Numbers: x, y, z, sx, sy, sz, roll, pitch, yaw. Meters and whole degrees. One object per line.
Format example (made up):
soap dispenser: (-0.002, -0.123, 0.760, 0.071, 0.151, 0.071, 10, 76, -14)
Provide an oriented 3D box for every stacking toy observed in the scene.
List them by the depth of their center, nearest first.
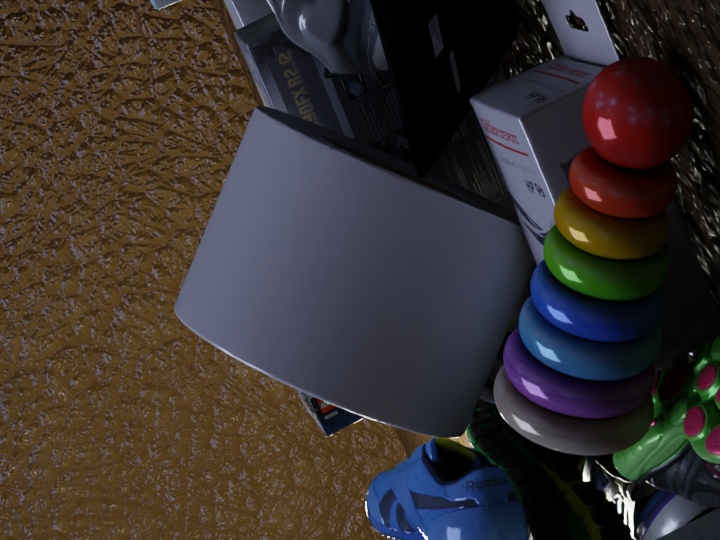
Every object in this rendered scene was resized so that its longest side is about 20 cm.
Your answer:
stacking toy: (0.122, -0.010, 0.967, 0.086, 0.084, 0.202, -123, 34, -53)

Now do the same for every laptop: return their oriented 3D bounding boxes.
laptop: (0.029, -0.195, 1.147, 0.102, 0.201, 0.178, 18, 150, 27)

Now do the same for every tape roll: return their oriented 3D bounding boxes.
tape roll: (0.000, 0.000, 1.203, 0.201, 0.140, 0.203, 23, -175, -2)

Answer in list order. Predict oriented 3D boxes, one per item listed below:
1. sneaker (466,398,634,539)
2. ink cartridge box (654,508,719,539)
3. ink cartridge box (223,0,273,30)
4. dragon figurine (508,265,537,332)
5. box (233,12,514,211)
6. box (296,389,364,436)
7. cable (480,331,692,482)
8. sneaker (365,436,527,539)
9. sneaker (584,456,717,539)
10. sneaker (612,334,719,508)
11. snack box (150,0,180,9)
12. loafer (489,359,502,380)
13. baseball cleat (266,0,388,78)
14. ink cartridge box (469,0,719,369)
sneaker: (0.112, 0.153, 1.235, 0.201, 0.077, 0.086, -108, 18, -52)
ink cartridge box: (0.179, 0.238, 1.110, 0.147, 0.198, 0.083, 68, 174, -33)
ink cartridge box: (-0.010, -0.175, 1.390, 0.084, 0.143, 0.202, 170, 75, -85)
dragon figurine: (0.127, 0.005, 1.319, 0.059, 0.099, 0.200, 63, -166, -2)
box: (0.025, -0.102, 1.318, 0.201, 0.157, 0.048, 66, 174, -21)
box: (0.041, 0.073, 1.688, 0.038, 0.199, 0.137, 64, 174, -9)
cable: (0.138, 0.078, 1.207, 0.199, 0.050, 0.098, -4, 94, 59)
sneaker: (0.052, 0.136, 1.212, 0.200, 0.065, 0.079, -166, 70, -72)
sneaker: (0.177, 0.120, 1.234, 0.147, 0.080, 0.200, 59, 178, 20)
sneaker: (0.200, 0.082, 0.993, 0.083, 0.077, 0.200, 25, 168, -8)
snack box: (-0.062, -0.258, 1.232, 0.037, 0.198, 0.117, -117, 6, -49)
loafer: (0.123, 0.085, 1.364, 0.198, 0.063, 0.072, 24, 180, -8)
baseball cleat: (-0.019, -0.214, 1.201, 0.070, 0.105, 0.202, -91, -10, -69)
ink cartridge box: (0.123, -0.051, 1.077, 0.116, 0.067, 0.202, -138, 24, -76)
